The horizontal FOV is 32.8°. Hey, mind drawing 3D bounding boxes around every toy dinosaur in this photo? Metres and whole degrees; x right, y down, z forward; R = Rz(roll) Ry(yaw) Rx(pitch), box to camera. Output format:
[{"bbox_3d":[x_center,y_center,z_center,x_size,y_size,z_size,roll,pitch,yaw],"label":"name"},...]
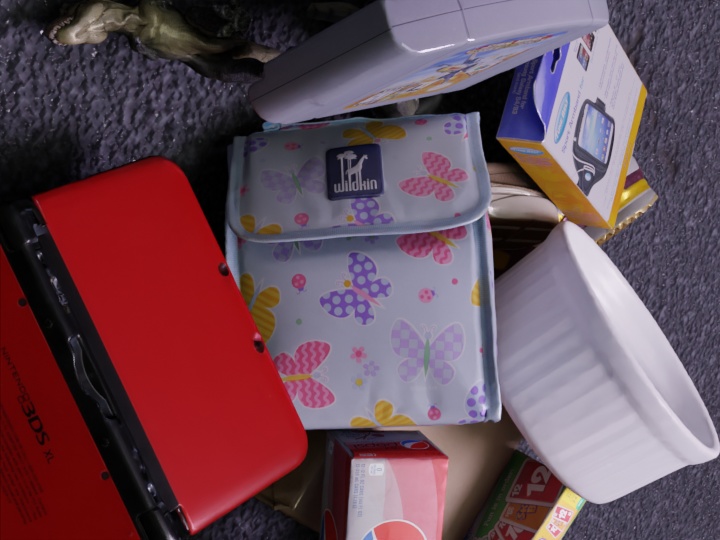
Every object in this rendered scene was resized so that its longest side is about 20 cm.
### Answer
[{"bbox_3d":[0.012,-0.149,0.827,0.200,0.047,0.088,54,38,-58],"label":"toy dinosaur"},{"bbox_3d":[-0.082,-0.132,0.726,0.200,0.088,0.048,11,89,-44],"label":"toy dinosaur"}]

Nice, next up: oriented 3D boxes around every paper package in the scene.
[{"bbox_3d":[0.020,0.115,0.929,0.200,0.103,0.191,40,80,-44],"label":"paper package"}]

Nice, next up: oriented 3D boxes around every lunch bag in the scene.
[{"bbox_3d":[0.000,0.000,0.780,0.127,0.169,0.201,72,16,-82],"label":"lunch bag"}]

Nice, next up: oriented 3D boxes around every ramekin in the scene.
[{"bbox_3d":[0.167,0.072,0.899,0.098,0.201,0.200,-34,138,17],"label":"ramekin"}]

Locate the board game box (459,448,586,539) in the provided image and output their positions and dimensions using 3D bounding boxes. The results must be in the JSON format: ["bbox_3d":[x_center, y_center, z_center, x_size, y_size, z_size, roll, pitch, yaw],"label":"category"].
[{"bbox_3d":[0.104,0.186,0.986,0.030,0.200,0.096,36,84,-17],"label":"board game box"}]

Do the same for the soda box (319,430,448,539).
[{"bbox_3d":[0.009,0.209,0.808,0.070,0.063,0.201,1,99,-17],"label":"soda box"}]

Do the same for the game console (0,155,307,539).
[{"bbox_3d":[-0.154,0.060,0.683,0.200,0.172,0.119,65,13,-1],"label":"game console"}]

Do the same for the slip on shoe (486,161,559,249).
[{"bbox_3d":[0.058,-0.057,0.913,0.199,0.076,0.061,1,65,-25],"label":"slip on shoe"}]

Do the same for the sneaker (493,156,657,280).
[{"bbox_3d":[0.140,-0.037,1.007,0.200,0.090,0.075,-32,172,-5],"label":"sneaker"}]

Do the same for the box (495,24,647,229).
[{"bbox_3d":[0.154,-0.119,0.886,0.200,0.041,0.119,34,70,-56],"label":"box"}]

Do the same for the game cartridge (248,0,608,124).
[{"bbox_3d":[0.049,-0.129,0.693,0.200,0.133,0.042,-19,94,-45],"label":"game cartridge"}]
